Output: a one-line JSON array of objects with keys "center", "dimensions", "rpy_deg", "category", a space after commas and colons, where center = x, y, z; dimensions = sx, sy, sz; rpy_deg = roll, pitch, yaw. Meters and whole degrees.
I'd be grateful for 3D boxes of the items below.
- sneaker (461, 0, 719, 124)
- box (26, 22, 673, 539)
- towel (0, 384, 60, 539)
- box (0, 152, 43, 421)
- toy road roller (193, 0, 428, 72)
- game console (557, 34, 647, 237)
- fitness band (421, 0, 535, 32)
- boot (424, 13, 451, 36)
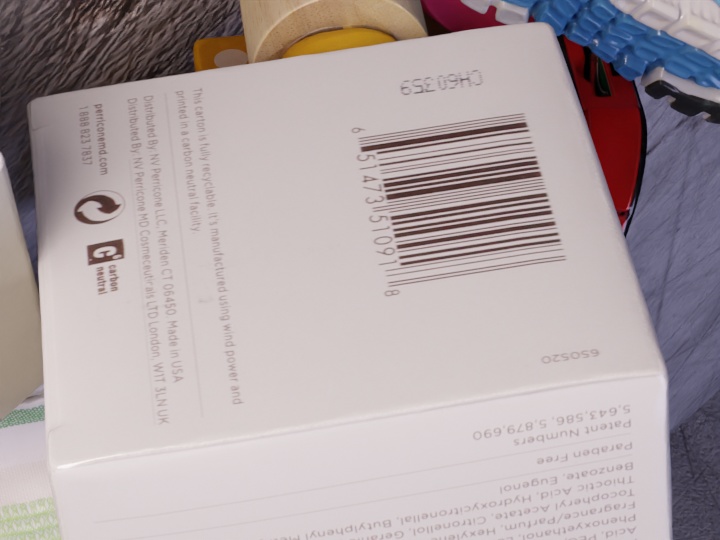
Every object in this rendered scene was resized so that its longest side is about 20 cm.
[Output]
[{"center": [0.100, -0.136, 1.028], "dimensions": [0.075, 0.200, 0.087], "rpy_deg": [-24, -133, 48], "category": "sneaker"}, {"center": [-0.007, 0.031, 0.887], "dimensions": [0.200, 0.199, 0.131], "rpy_deg": [-9, 130, -2], "category": "box"}, {"center": [-0.130, 0.137, 1.085], "dimensions": [0.149, 0.200, 0.031], "rpy_deg": [-13, -162, 7], "category": "towel"}, {"center": [-0.166, -0.005, 0.852], "dimensions": [0.078, 0.095, 0.200], "rpy_deg": [-42, 165, -15], "category": "box"}, {"center": [-0.047, -0.048, 1.027], "dimensions": [0.146, 0.123, 0.200], "rpy_deg": [-6, 132, -4], "category": "toy road roller"}, {"center": [0.086, -0.027, 1.138], "dimensions": [0.200, 0.031, 0.177], "rpy_deg": [-94, -168, -59], "category": "game console"}, {"center": [0.071, -0.180, 1.035], "dimensions": [0.144, 0.037, 0.200], "rpy_deg": [-26, 139, -12], "category": "fitness band"}, {"center": [0.033, -0.145, 1.116], "dimensions": [0.200, 0.074, 0.155], "rpy_deg": [-52, 169, -21], "category": "boot"}]
